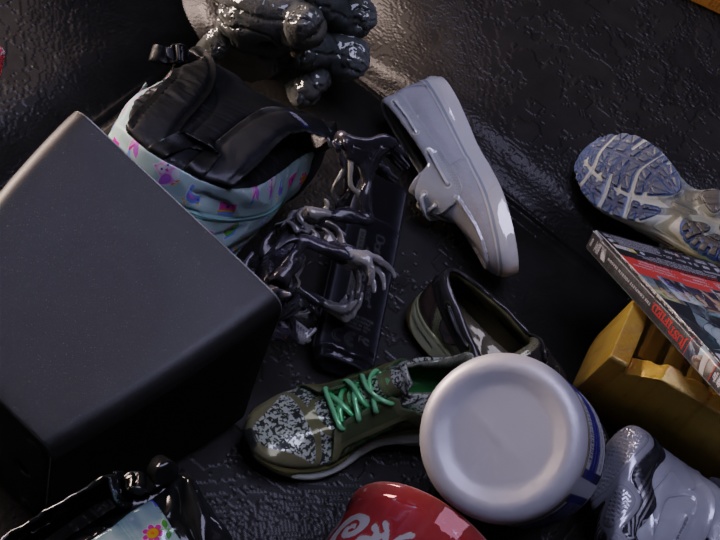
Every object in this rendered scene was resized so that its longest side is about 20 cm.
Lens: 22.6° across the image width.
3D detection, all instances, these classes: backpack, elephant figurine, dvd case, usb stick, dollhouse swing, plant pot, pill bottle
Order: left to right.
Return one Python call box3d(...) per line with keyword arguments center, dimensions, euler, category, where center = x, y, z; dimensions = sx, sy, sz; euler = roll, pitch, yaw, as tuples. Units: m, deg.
box3d(center=(-0.198, 0.052, 1.239), dimensions=(0.199, 0.200, 0.177), euler=(43, 62, 11), category="plant pot")
box3d(center=(-0.171, 0.231, 1.119), dimensions=(0.200, 0.167, 0.127), euler=(-30, 58, -23), category="backpack")
box3d(center=(-0.122, -0.077, 1.377), dimensions=(0.166, 0.127, 0.200), euler=(24, 25, 5), category="backpack")
box3d(center=(-0.078, -0.213, 1.474), dimensions=(0.200, 0.155, 0.142), euler=(-1, 66, -65), category="elephant figurine")
box3d(center=(0.000, 0.000, 1.452), dimensions=(0.055, 0.033, 0.200), euler=(23, 49, -14), category="usb stick")
box3d(center=(0.115, 0.127, 1.288), dimensions=(0.115, 0.200, 0.116), euler=(-2, 79, 13), category="pill bottle")
box3d(center=(0.278, 0.042, 1.403), dimensions=(0.146, 0.022, 0.200), euler=(13, 25, -36), category="dvd case")
box3d(center=(0.301, 0.069, 1.447), dimensions=(0.200, 0.182, 0.176), euler=(30, 70, 2), category="dollhouse swing")

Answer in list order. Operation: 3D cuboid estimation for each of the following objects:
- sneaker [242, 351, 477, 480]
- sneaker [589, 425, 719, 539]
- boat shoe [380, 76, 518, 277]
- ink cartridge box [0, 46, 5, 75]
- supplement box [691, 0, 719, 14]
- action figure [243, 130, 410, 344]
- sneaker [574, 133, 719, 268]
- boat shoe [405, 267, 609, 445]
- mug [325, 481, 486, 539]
box3d(center=(0.007, 0.094, 1.345), dimensions=(0.199, 0.089, 0.077), euler=(-13, 59, -25), category="sneaker")
box3d(center=(0.223, 0.223, 1.349), dimensions=(0.115, 0.075, 0.200), euler=(25, 58, -13), category="sneaker")
box3d(center=(0.073, -0.076, 1.521), dimensions=(0.068, 0.072, 0.201), euler=(-19, 69, -9), category="boat shoe")
box3d(center=(-0.388, -0.128, 1.352), dimensions=(0.147, 0.083, 0.200), euler=(34, 49, 3), category="ink cartridge box")
box3d(center=(0.308, -0.327, 1.804), dimensions=(0.199, 0.069, 0.067), euler=(23, 50, -3), category="supplement box")
box3d(center=(-0.028, -0.007, 1.339), dimensions=(0.102, 0.119, 0.200), euler=(34, 73, -11), category="action figure")
box3d(center=(0.271, -0.046, 1.579), dimensions=(0.200, 0.085, 0.077), euler=(37, 80, 32), category="sneaker")
box3d(center=(0.120, 0.080, 1.420), dimensions=(0.200, 0.065, 0.073), euler=(41, 50, 10), category="boat shoe")
box3d(center=(0.011, 0.265, 1.191), dimensions=(0.177, 0.134, 0.200), euler=(28, 51, 20), category="mug")
